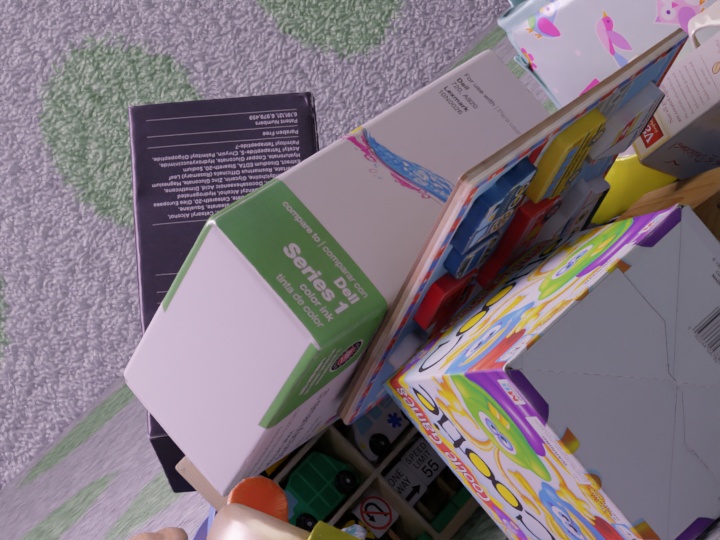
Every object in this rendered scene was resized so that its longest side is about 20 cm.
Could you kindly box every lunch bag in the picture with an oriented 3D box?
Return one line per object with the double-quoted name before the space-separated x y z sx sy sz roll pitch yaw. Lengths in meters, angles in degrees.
"lunch bag" 0.197 -0.132 1.567 0.200 0.171 0.122 -35 8 24

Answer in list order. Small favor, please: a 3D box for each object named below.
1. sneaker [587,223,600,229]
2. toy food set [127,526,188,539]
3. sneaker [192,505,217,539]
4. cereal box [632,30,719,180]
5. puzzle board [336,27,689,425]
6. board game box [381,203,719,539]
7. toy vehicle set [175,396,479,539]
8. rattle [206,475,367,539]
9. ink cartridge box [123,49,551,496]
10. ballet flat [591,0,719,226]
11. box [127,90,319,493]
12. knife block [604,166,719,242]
"sneaker" 0.086 0.005 1.698 0.200 0.083 0.072 -36 8 39
"toy food set" -0.142 0.226 1.482 0.198 0.049 0.200 -60 12 -13
"sneaker" -0.052 0.138 1.514 0.082 0.074 0.200 3 -23 -33
"cereal box" 0.243 -0.107 1.389 0.200 0.040 0.144 -37 -31 26
"puzzle board" 0.071 -0.015 1.277 0.151 0.017 0.200 -34 -17 -34
"board game box" 0.100 0.051 1.179 0.103 0.105 0.200 -41 5 -12
"toy vehicle set" 0.012 0.080 1.412 0.200 0.124 0.027 -46 1 -39
"rattle" -0.031 0.169 1.205 0.200 0.130 0.144 6 88 63
"ink cartridge box" 0.000 0.000 1.339 0.200 0.084 0.145 -33 -15 -37
"ballet flat" 0.181 -0.100 1.477 0.200 0.067 0.067 -34 35 23
"box" -0.067 0.018 1.546 0.104 0.183 0.200 -5 -13 -1
"knife block" 0.161 -0.007 1.408 0.200 0.064 0.176 -38 7 29
